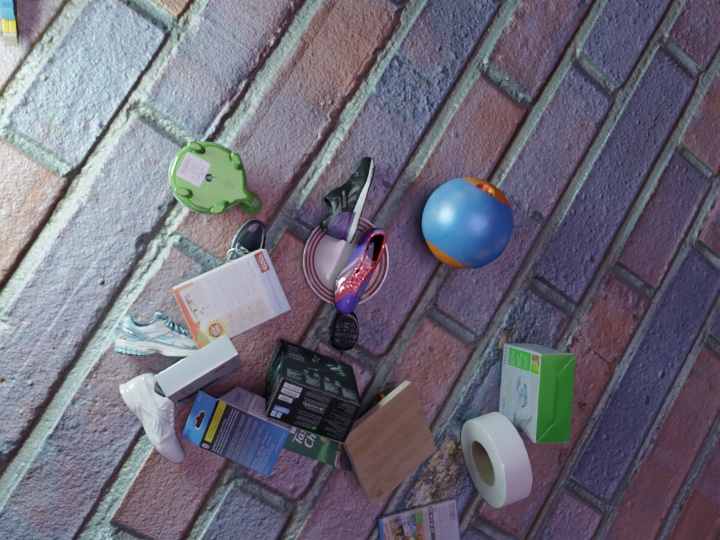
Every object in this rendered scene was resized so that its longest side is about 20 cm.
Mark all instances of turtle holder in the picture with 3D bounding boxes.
[{"bbox_3d":[-0.288,-0.181,1.380,0.184,0.132,0.143,-4,93,-19],"label":"turtle holder"}]

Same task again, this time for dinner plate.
[{"bbox_3d":[-0.033,-0.022,1.531,0.198,0.024,0.202,-1,94,-19],"label":"dinner plate"}]

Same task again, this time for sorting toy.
[{"bbox_3d":[0.051,0.369,1.520,0.199,0.069,0.200,-34,119,-26],"label":"sorting toy"}]

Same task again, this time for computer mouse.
[{"bbox_3d":[-0.041,0.185,1.538,0.058,0.034,0.202,10,97,-4],"label":"computer mouse"}]

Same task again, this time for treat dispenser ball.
[{"bbox_3d":[0.235,-0.104,1.523,0.199,0.201,0.203,-1,93,-18],"label":"treat dispenser ball"}]

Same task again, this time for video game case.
[{"bbox_3d":[0.141,0.626,1.626,0.198,0.018,0.145,-8,96,-18],"label":"video game case"}]

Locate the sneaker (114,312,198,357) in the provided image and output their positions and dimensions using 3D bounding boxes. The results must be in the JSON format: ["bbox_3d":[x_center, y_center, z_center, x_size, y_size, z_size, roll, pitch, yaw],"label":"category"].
[{"bbox_3d":[-0.387,0.129,1.392,0.198,0.078,0.087,5,88,-19],"label":"sneaker"}]

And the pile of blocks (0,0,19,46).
[{"bbox_3d":[-0.665,-0.515,1.262,0.062,0.082,0.202,-4,95,-18],"label":"pile of blocks"}]

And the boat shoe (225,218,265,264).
[{"bbox_3d":[-0.248,-0.014,1.438,0.074,0.062,0.201,29,84,-18],"label":"boat shoe"}]

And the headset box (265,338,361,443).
[{"bbox_3d":[-0.101,0.241,1.427,0.173,0.200,0.093,22,104,-14],"label":"headset box"}]

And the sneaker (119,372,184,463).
[{"bbox_3d":[-0.402,0.298,1.397,0.080,0.070,0.201,-31,102,-14],"label":"sneaker"}]

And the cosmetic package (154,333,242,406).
[{"bbox_3d":[-0.310,0.199,1.355,0.150,0.200,0.052,-33,81,-14],"label":"cosmetic package"}]

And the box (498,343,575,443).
[{"bbox_3d":[0.408,0.280,1.615,0.096,0.176,0.202,3,92,-18],"label":"box"}]

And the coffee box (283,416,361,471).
[{"bbox_3d":[-0.089,0.352,1.520,0.199,0.044,0.124,26,85,-18],"label":"coffee box"}]

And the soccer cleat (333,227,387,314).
[{"bbox_3d":[0.000,0.000,1.493,0.068,0.073,0.201,26,84,-18],"label":"soccer cleat"}]

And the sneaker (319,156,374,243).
[{"bbox_3d":[-0.029,-0.165,1.491,0.087,0.076,0.202,18,71,-5],"label":"sneaker"}]

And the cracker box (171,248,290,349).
[{"bbox_3d":[-0.255,0.056,1.375,0.199,0.058,0.135,-25,101,-17],"label":"cracker box"}]

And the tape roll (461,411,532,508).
[{"bbox_3d":[0.306,0.429,1.577,0.070,0.202,0.204,-14,97,-18],"label":"tape roll"}]

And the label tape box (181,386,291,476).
[{"bbox_3d":[-0.248,0.317,1.415,0.199,0.066,0.144,25,119,-2],"label":"label tape box"}]
